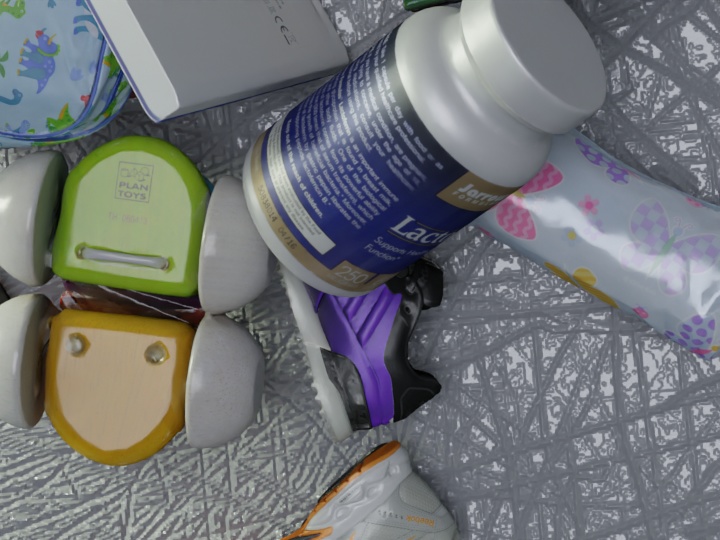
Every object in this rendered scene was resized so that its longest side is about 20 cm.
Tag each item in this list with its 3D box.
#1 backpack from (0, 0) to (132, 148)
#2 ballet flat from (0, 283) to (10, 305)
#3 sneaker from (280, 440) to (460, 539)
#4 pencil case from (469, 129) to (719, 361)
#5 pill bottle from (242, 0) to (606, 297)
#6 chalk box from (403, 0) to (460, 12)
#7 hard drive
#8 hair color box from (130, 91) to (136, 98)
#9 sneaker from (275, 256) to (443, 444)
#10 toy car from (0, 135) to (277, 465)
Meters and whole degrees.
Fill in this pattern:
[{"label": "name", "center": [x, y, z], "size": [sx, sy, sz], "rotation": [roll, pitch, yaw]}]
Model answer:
[{"label": "backpack", "center": [-0.228, -0.142, 1.189], "size": [0.200, 0.154, 0.163], "rotation": [16, 88, -23]}, {"label": "ballet flat", "center": [-0.286, 0.005, 1.324], "size": [0.066, 0.057, 0.200], "rotation": [-38, 91, -18]}, {"label": "sneaker", "center": [-0.022, 0.205, 1.267], "size": [0.200, 0.076, 0.092], "rotation": [-44, 89, 11]}, {"label": "pencil case", "center": [0.154, -0.028, 1.216], "size": [0.200, 0.083, 0.091], "rotation": [31, 79, 8]}, {"label": "pill bottle", "center": [0.036, -0.078, 1.136], "size": [0.200, 0.116, 0.116], "rotation": [-36, 86, 35]}, {"label": "chalk box", "center": [0.120, -0.234, 1.153], "size": [0.200, 0.125, 0.124], "rotation": [-12, 97, 19]}, {"label": "hard drive", "center": [-0.092, -0.164, 1.196], "size": [0.025, 0.200, 0.132], "rotation": [-30, 87, 31]}, {"label": "hair color box", "center": [-0.208, -0.155, 1.287], "size": [0.200, 0.061, 0.102], "rotation": [-5, 92, 10]}, {"label": "sneaker", "center": [0.000, 0.000, 1.258], "size": [0.099, 0.070, 0.200], "rotation": [-16, 92, 2]}, {"label": "toy car", "center": [-0.137, 0.014, 1.238], "size": [0.175, 0.150, 0.200], "rotation": [7, 98, 7]}]
